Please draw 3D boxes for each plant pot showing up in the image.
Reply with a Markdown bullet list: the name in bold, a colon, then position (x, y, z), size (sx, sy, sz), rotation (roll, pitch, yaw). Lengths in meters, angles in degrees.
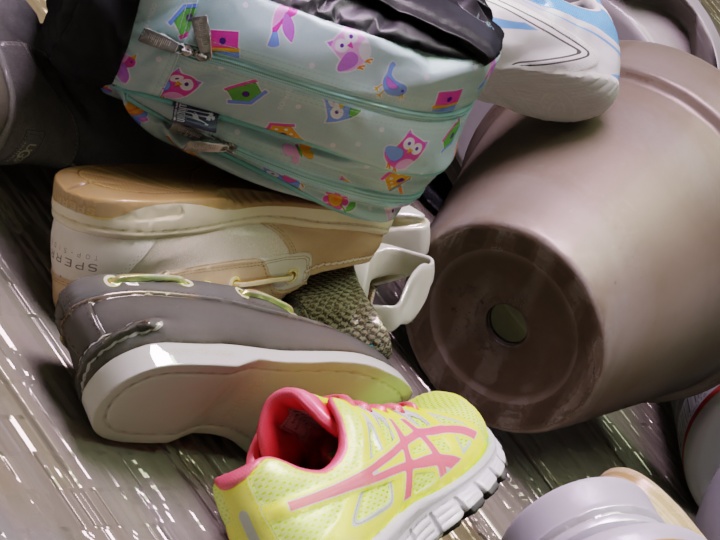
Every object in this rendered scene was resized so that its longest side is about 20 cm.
- **plant pot**: position (0.115, -0.001, 1.546), size (0.200, 0.200, 0.173), rotation (47, 36, 6)

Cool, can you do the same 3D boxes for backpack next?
- **backpack**: position (-0.039, -0.110, 1.328), size (0.200, 0.127, 0.167), rotation (21, 31, -14)

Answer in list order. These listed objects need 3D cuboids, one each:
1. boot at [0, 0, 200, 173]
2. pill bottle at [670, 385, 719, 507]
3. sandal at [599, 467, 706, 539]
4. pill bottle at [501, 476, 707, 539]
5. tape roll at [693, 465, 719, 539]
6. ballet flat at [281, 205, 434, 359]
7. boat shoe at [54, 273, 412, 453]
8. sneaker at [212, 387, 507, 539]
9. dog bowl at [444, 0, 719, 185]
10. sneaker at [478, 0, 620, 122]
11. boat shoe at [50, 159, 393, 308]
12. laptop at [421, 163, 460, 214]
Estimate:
- **boot**: position (-0.130, -0.093, 1.390), size (0.200, 0.073, 0.182), rotation (13, 50, -44)
- **pill bottle**: position (0.236, 0.062, 1.725), size (0.114, 0.114, 0.200), rotation (38, 22, -18)
- **sandal**: position (0.191, 0.169, 1.417), size (0.070, 0.078, 0.212), rotation (-42, 100, -34)
- **pill bottle**: position (0.130, 0.187, 1.289), size (0.109, 0.109, 0.200), rotation (25, 27, -41)
- **tape roll**: position (0.267, 0.155, 1.481), size (0.200, 0.200, 0.066), rotation (38, 20, -17)
- **ballet flat**: position (0.000, 0.000, 1.449), size (0.200, 0.075, 0.068), rotation (-84, 163, -64)
- **boat shoe**: position (-0.052, 0.039, 1.282), size (0.202, 0.072, 0.060), rotation (10, 43, -52)
- **sneaker**: position (-0.002, 0.081, 1.247), size (0.090, 0.078, 0.200), rotation (58, 25, -5)
- **dog bowl**: position (0.118, -0.095, 1.659), size (0.200, 0.200, 0.059), rotation (47, 31, 8)
- **sneaker**: position (0.044, -0.121, 1.466), size (0.200, 0.072, 0.073), rotation (9, 59, -36)
- **boat shoe**: position (-0.066, -0.009, 1.336), size (0.074, 0.069, 0.200), rotation (25, 17, 40)
- **laptop**: position (0.078, -0.056, 1.805), size (0.177, 0.103, 0.200), rotation (44, 46, 0)
